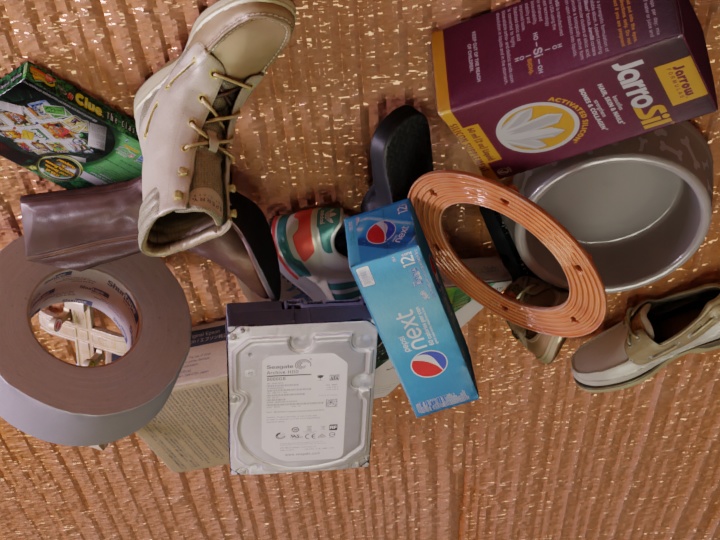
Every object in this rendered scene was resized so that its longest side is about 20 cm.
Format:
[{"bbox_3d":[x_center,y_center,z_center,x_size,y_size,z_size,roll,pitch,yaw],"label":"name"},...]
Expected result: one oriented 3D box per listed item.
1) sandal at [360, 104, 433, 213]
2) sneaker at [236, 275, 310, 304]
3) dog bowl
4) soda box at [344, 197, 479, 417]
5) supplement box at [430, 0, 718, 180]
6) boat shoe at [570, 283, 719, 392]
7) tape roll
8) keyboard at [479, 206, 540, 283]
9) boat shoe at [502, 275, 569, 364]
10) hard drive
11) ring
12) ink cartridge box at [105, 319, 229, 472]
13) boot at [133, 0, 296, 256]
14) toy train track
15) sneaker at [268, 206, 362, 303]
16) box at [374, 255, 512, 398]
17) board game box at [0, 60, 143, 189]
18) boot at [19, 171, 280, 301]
[{"bbox_3d":[0.032,-0.070,1.377,0.075,0.048,0.201,-36,144,-29],"label":"sandal"},{"bbox_3d":[-0.079,0.049,1.546,0.071,0.073,0.200,-6,147,8],"label":"sneaker"},{"bbox_3d":[0.222,-0.057,1.380,0.199,0.059,0.201,-1,137,-1],"label":"dog bowl"},{"bbox_3d":[0.047,0.037,1.372,0.064,0.068,0.200,-17,131,7],"label":"soda box"},{"bbox_3d":[0.169,-0.157,1.220,0.199,0.086,0.110,-17,146,20],"label":"supplement box"},{"bbox_3d":[0.304,0.064,1.614,0.199,0.075,0.068,-26,137,20],"label":"boat shoe"},{"bbox_3d":[-0.259,0.058,1.420,0.199,0.201,0.066,7,147,-16],"label":"tape roll"},{"bbox_3d":[0.188,-0.012,1.504,0.104,0.040,0.200,-12,148,15],"label":"keyboard"},{"bbox_3d":[0.166,0.042,1.470,0.064,0.071,0.200,32,179,-1],"label":"boat shoe"},{"bbox_3d":[-0.056,0.112,1.444,0.139,0.038,0.201,-2,131,-7],"label":"hard drive"},{"bbox_3d":[0.126,-0.016,1.318,0.200,0.019,0.201,30,154,16],"label":"ring"},{"bbox_3d":[-0.165,0.139,1.680,0.164,0.075,0.200,-12,146,11],"label":"ink cartridge box"},{"bbox_3d":[-0.114,-0.112,1.201,0.072,0.155,0.200,19,142,-32],"label":"boot"},{"bbox_3d":[-0.284,0.106,1.571,0.114,0.033,0.201,15,126,22],"label":"toy train track"},{"bbox_3d":[0.000,-0.001,1.472,0.093,0.071,0.200,-16,144,30],"label":"sneaker"},{"bbox_3d":[0.043,0.061,1.511,0.200,0.036,0.144,-46,159,27],"label":"box"},{"bbox_3d":[-0.240,-0.107,1.325,0.105,0.024,0.200,-27,141,32],"label":"board game box"},{"bbox_3d":[-0.189,-0.020,1.381,0.199,0.064,0.187,-16,129,15],"label":"boot"}]
